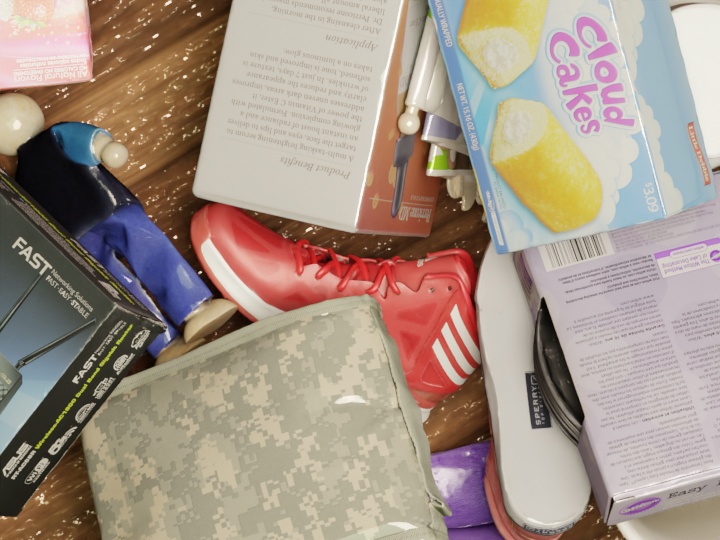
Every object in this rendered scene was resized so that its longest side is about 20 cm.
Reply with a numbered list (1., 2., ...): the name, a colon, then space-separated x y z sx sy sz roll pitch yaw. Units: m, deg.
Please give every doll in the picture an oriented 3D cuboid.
1. doll: -0.167 -0.027 1.554 0.200 0.048 0.136 50 131 8

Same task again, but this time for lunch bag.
1. lunch bag: -0.050 0.123 1.496 0.200 0.118 0.164 -22 65 15

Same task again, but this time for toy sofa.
1. toy sofa: 0.024 0.168 1.601 0.200 0.083 0.098 -7 97 -6

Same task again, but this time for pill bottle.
1. pill bottle: 0.184 -0.114 1.535 0.114 0.200 0.114 0 94 -6

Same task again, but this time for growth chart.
1. growth chart: 0.072 -0.110 1.541 0.018 0.200 0.145 13 83 24

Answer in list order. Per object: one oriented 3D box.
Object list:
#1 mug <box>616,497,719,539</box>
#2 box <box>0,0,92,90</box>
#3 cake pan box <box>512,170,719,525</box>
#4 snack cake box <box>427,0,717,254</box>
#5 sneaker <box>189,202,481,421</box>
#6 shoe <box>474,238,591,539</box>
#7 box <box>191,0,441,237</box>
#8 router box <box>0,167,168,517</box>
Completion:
1. mug: 0.207 0.086 1.580 0.149 0.153 0.187 4 94 -7
2. box: -0.264 -0.152 1.526 0.200 0.103 0.095 -6 96 -7
3. cake pan box: 0.201 0.038 1.473 0.200 0.052 0.184 -15 63 -8
4. snack cake box: 0.112 -0.119 1.413 0.115 0.067 0.200 -13 94 37
5. sneaker: 0.000 0.000 1.566 0.200 0.078 0.116 37 119 -21
6. shoe: 0.102 0.069 1.547 0.071 0.091 0.200 -1 72 -5
7. box: -0.007 -0.128 1.522 0.106 0.152 0.200 13 94 17
8. router box: -0.233 0.026 1.508 0.200 0.062 0.150 41 96 27
